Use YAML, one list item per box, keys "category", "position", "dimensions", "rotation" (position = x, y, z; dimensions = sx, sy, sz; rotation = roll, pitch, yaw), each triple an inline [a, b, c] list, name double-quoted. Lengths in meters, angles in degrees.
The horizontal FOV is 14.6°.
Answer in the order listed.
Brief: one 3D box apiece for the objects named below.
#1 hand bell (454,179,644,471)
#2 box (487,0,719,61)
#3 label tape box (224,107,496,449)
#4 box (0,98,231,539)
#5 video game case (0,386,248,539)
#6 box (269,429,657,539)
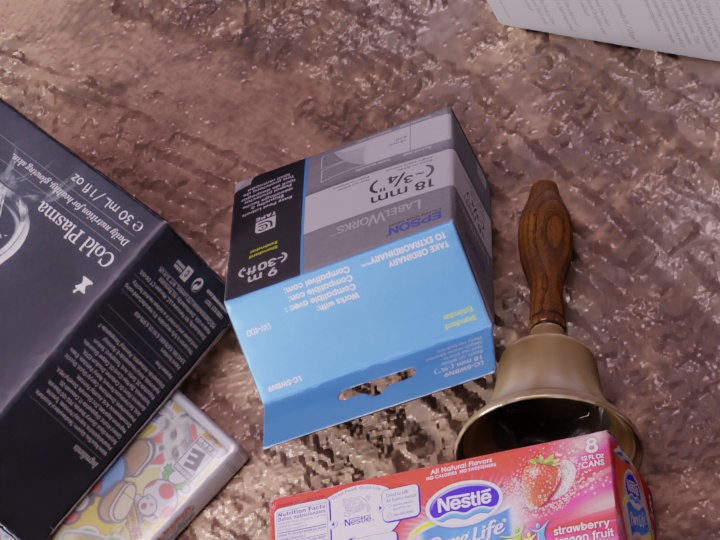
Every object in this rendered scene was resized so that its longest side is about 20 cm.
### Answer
- category: "hand bell"
  position: [0.105, 0.027, 1.608]
  dimensions: [0.104, 0.104, 0.200]
  rotation: [-13, 46, 16]
- category: "box"
  position: [0.164, -0.212, 1.657]
  dimensions: [0.200, 0.152, 0.106]
  rotation: [12, 68, 27]
- category: "label tape box"
  position: [0.000, 0.000, 1.617]
  dimensions: [0.144, 0.063, 0.200]
  rotation: [-19, 30, 12]
- category: "box"
  position: [-0.215, 0.024, 1.682]
  dimensions: [0.200, 0.124, 0.197]
  rotation: [35, 82, 34]
- category: "video game case"
  position: [-0.193, 0.120, 1.705]
  dimensions: [0.182, 0.023, 0.200]
  rotation: [-47, 56, -6]
- category: "box"
  position: [0.059, 0.166, 1.530]
  dimensions: [0.200, 0.095, 0.100]
  rotation: [-13, 60, 16]
